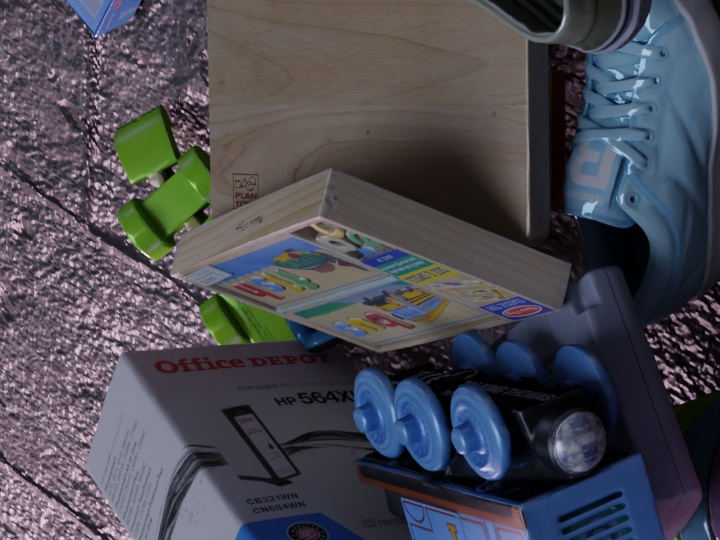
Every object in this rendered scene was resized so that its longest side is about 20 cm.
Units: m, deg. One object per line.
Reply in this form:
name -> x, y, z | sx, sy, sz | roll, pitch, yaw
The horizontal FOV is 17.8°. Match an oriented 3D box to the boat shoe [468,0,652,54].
boat shoe -> 0.046, -0.165, 1.044 | 0.200, 0.062, 0.072 | 38, 116, 30

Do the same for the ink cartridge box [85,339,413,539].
ink cartridge box -> -0.038, 0.127, 1.233 | 0.200, 0.145, 0.085 | 49, 130, 43

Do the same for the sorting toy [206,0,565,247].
sorting toy -> 0.020, -0.118, 1.154 | 0.199, 0.069, 0.200 | 4, 97, 38

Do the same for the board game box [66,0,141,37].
board game box -> -0.182, -0.259, 1.343 | 0.200, 0.037, 0.151 | 49, 140, 9

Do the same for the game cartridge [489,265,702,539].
game cartridge -> 0.101, 0.092, 1.150 | 0.134, 0.041, 0.200 | 68, 154, 12

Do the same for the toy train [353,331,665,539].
toy train -> 0.064, 0.096, 1.094 | 0.200, 0.086, 0.115 | 3, 110, 65

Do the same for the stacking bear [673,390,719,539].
stacking bear -> 0.177, 0.112, 1.158 | 0.200, 0.113, 0.122 | -4, 91, 60

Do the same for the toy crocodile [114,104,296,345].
toy crocodile -> -0.081, -0.011, 1.385 | 0.067, 0.062, 0.200 | -40, 87, 11

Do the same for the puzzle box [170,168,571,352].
puzzle box -> 0.000, 0.000, 1.142 | 0.132, 0.026, 0.200 | 20, 164, -20

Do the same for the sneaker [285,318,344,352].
sneaker -> 0.021, -0.025, 1.249 | 0.073, 0.082, 0.201 | 45, 138, 19

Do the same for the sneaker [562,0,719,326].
sneaker -> 0.132, -0.061, 1.107 | 0.074, 0.082, 0.201 | 10, 122, 41
